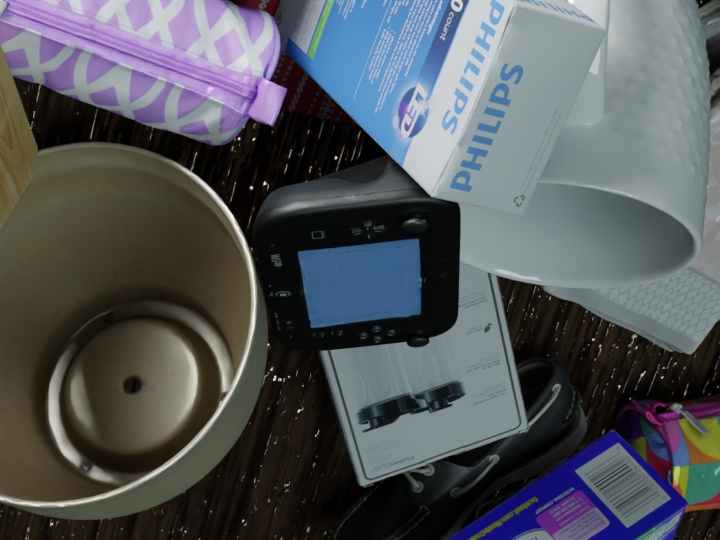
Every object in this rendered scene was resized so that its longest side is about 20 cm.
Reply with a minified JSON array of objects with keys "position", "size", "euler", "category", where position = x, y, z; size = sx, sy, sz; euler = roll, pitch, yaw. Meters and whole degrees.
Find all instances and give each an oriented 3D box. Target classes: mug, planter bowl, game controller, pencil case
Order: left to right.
[{"position":[-0.139,-0.127,1.008],"size":[0.200,0.085,0.084],"euler":[17,95,-25],"category":"pencil case"},{"position":[-0.137,0.048,1.089],"size":[0.200,0.200,0.135],"euler":[-34,156,-2],"category":"planter bowl"},{"position":[0.000,0.000,1.062],"size":[0.104,0.042,0.200],"euler":[-14,158,-4],"category":"game controller"},{"position":[0.116,-0.107,1.062],"size":[0.148,0.175,0.200],"euler":[6,159,6],"category":"mug"},{"position":[0.270,0.121,1.393],"size":[0.200,0.088,0.088],"euler":[-4,122,-26],"category":"pencil case"}]

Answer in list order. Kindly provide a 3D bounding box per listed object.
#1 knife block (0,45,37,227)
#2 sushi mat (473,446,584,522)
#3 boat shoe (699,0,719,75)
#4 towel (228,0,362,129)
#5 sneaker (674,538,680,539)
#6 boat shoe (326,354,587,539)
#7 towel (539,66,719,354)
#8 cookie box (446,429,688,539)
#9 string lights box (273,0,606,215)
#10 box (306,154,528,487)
[{"position":[-0.203,-0.091,0.946],"size":[0.064,0.200,0.176],"euler":[9,116,2],"category":"knife block"},{"position":[0.094,0.198,1.350],"size":[0.096,0.012,0.200],"euler":[-25,148,-29],"category":"sushi mat"},{"position":[0.216,-0.124,1.214],"size":[0.202,0.065,0.074],"euler":[-10,125,-20],"category":"boat shoe"},{"position":[0.008,-0.149,1.123],"size":[0.200,0.022,0.145],"euler":[11,113,-33],"category":"towel"},{"position":[0.198,0.287,1.479],"size":[0.090,0.075,0.200],"euler":[-8,118,-12],"category":"sneaker"},{"position":[0.057,0.127,1.296],"size":[0.200,0.074,0.060],"euler":[-31,129,-8],"category":"boat shoe"},{"position":[0.222,-0.034,1.256],"size":[0.191,0.032,0.200],"euler":[-45,144,17],"category":"towel"},{"position":[0.111,0.220,1.306],"size":[0.171,0.075,0.200],"euler":[-30,151,-25],"category":"cookie box"},{"position":[0.031,-0.120,1.011],"size":[0.059,0.200,0.103],"euler":[10,113,-33],"category":"string lights box"},{"position":[0.026,0.028,1.210],"size":[0.117,0.060,0.200],"euler":[-20,130,-4],"category":"box"}]
